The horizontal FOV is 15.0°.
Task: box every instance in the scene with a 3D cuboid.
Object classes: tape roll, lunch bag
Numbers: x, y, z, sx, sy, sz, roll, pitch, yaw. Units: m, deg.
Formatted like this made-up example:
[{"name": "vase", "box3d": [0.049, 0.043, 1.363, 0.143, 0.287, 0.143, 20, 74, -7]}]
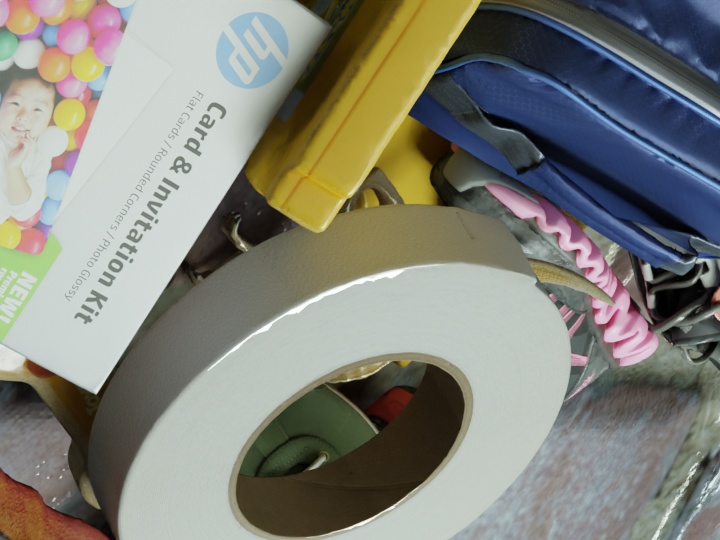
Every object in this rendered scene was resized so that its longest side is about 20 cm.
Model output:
[{"name": "tape roll", "box3d": [-0.010, 0.058, 1.091, 0.202, 0.037, 0.203, -19, 141, -16]}, {"name": "lunch bag", "box3d": [0.117, -0.078, 1.142, 0.199, 0.136, 0.133, 29, 78, -20]}]

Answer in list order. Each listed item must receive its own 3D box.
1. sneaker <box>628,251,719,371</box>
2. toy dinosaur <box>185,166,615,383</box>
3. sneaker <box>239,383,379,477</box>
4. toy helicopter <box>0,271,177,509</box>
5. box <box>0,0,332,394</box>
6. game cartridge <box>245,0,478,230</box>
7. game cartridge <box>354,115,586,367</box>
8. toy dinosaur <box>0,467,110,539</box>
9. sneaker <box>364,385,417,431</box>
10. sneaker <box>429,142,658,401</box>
[{"name": "sneaker", "box3d": [0.159, -0.008, 1.270, 0.200, 0.077, 0.082, 47, 47, -29]}, {"name": "toy dinosaur", "box3d": [0.000, 0.000, 1.175, 0.199, 0.058, 0.102, -18, 116, -1]}, {"name": "sneaker", "box3d": [0.005, 0.122, 1.211, 0.067, 0.090, 0.200, -39, 112, -1]}, {"name": "toy helicopter", "box3d": [-0.126, 0.034, 1.059, 0.132, 0.079, 0.200, -32, 137, -7]}, {"name": "box", "box3d": [-0.131, -0.070, 0.917, 0.200, 0.041, 0.156, 32, 94, -31]}, {"name": "game cartridge", "box3d": [0.011, -0.106, 1.024, 0.177, 0.032, 0.200, -57, -170, 3]}, {"name": "game cartridge", "box3d": [0.068, -0.067, 1.267, 0.200, 0.032, 0.177, -36, 143, -23]}, {"name": "toy dinosaur", "box3d": [-0.142, 0.101, 1.001, 0.181, 0.105, 0.200, 7, 147, -37]}, {"name": "sneaker", "box3d": [-0.006, 0.147, 1.326, 0.098, 0.071, 0.201, -23, 140, -30]}, {"name": "sneaker", "box3d": [0.067, 0.013, 1.257, 0.095, 0.079, 0.200, -37, 144, 2]}]
